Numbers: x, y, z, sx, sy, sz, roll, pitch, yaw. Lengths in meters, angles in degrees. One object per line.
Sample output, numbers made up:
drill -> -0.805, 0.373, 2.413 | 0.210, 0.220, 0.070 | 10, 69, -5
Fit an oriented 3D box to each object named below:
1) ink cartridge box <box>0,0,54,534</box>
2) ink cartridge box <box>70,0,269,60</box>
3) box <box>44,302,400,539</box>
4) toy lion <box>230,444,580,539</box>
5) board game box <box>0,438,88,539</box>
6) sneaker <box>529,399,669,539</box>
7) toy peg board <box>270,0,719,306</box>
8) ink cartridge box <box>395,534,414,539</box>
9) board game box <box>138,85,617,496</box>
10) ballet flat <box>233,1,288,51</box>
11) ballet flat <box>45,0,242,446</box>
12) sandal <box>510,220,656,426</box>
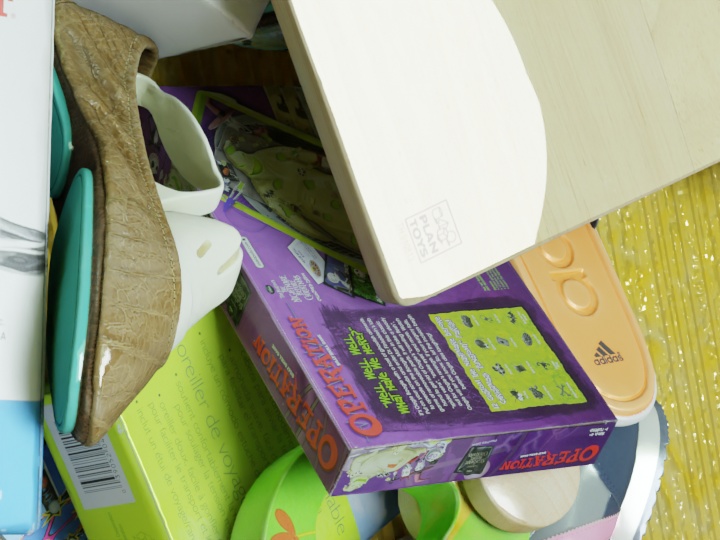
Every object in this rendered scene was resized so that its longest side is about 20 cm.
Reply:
ink cartridge box -> -0.185, -0.013, 0.761 | 0.145, 0.086, 0.202 | 4, 83, -30
ink cartridge box -> -0.075, -0.204, 0.871 | 0.147, 0.085, 0.201 | 36, 65, -32
box -> -0.032, 0.057, 0.889 | 0.200, 0.047, 0.123 | -35, 108, -49
toy lion -> 0.000, 0.152, 0.815 | 0.190, 0.069, 0.202 | 3, 70, -33
board game box -> -0.120, 0.116, 0.856 | 0.200, 0.019, 0.103 | -45, 115, -31
sneaker -> 0.063, 0.133, 0.932 | 0.082, 0.070, 0.202 | 25, 66, -22
toy peg board -> 0.047, -0.119, 0.866 | 0.198, 0.098, 0.202 | -25, 103, -20
ink cartridge box -> 0.015, 0.168, 0.949 | 0.199, 0.039, 0.100 | -16, 98, -37
board game box -> 0.000, 0.000, 0.862 | 0.119, 0.201, 0.032 | 1, 132, -34
ballet flat -> 0.015, -0.132, 0.953 | 0.200, 0.074, 0.075 | -41, 111, -29
ballet flat -> -0.082, -0.022, 0.811 | 0.072, 0.068, 0.201 | 5, 42, -21
sandal -> 0.081, -0.036, 0.952 | 0.079, 0.059, 0.208 | -9, 62, -41
